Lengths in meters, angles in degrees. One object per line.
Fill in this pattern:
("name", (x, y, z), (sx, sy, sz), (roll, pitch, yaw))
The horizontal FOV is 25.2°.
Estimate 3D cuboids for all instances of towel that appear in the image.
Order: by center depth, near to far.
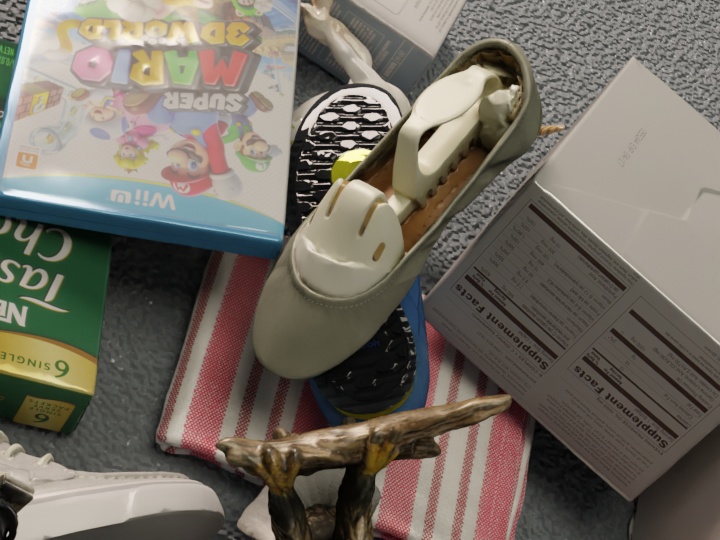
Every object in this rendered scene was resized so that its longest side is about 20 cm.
("towel", (-0.001, 0.068, 0.844), (0.199, 0.030, 0.147), (24, 51, -12))

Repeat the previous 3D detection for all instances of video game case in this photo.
("video game case", (-0.104, -0.101, 0.826), (0.142, 0.018, 0.201), (9, 54, -10))

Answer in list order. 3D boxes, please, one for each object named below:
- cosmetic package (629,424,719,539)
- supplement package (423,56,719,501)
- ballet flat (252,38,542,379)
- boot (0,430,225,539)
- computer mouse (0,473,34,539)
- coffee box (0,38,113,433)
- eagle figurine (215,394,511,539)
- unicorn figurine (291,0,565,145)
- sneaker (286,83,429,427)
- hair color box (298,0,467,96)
("cosmetic package", (0.226, 0.110, 0.829), (0.085, 0.200, 0.108), (25, 51, -11))
("supplement package", (0.152, -0.002, 0.897), (0.156, 0.111, 0.200), (42, 35, 1))
("ballet flat", (0.014, -0.036, 0.768), (0.067, 0.064, 0.200), (33, 69, 25))
("boot", (-0.159, 0.088, 0.706), (0.199, 0.074, 0.096), (-1, 55, -36))
("computer mouse", (-0.127, 0.180, 0.643), (0.200, 0.138, 0.053), (47, 12, -9))
("coffee box", (-0.181, -0.026, 0.790), (0.122, 0.044, 0.201), (17, 52, -20))
("eagle figurine", (-0.005, 0.165, 0.692), (0.151, 0.151, 0.201), (-5, 84, -52))
("unicorn figurine", (-0.010, -0.088, 0.906), (0.199, 0.074, 0.138), (-27, 86, -10))
("sneaker", (0.000, 0.000, 0.829), (0.066, 0.079, 0.201), (-7, 62, 5))
("hair color box", (-0.033, -0.196, 0.984), (0.200, 0.061, 0.099), (34, 48, -6))
